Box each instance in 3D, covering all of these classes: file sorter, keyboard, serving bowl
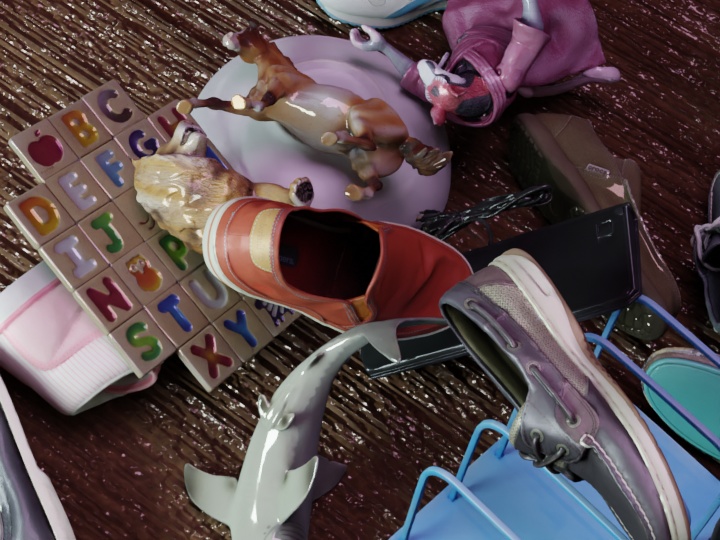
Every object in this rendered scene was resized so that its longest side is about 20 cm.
[{"bbox_3d":[0.139,0.131,0.939,0.139,0.123,0.199,42,58,19],"label":"file sorter"},{"bbox_3d":[0.088,-0.002,1.019,0.198,0.021,0.128,-17,50,24],"label":"keyboard"},{"bbox_3d":[-0.028,-0.097,1.106,0.197,0.066,0.202,4,54,-6],"label":"serving bowl"}]

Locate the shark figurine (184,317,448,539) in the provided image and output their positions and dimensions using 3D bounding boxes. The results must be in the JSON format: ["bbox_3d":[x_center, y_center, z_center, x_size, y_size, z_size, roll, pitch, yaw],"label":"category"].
[{"bbox_3d":[-0.023,0.104,0.944,0.089,0.217,0.128,18,10,-47],"label":"shark figurine"}]

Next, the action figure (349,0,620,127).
[{"bbox_3d":[0.089,-0.145,1.114,0.133,0.150,0.201,-13,27,32],"label":"action figure"}]

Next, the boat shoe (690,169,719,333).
[{"bbox_3d":[0.264,-0.017,1.074,0.061,0.073,0.201,23,39,-17],"label":"boat shoe"}]

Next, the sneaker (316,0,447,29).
[{"bbox_3d":[0.054,-0.245,1.214,0.197,0.081,0.077,-11,59,-15],"label":"sneaker"}]

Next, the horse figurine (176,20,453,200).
[{"bbox_3d":[-0.025,-0.099,1.020,0.198,0.050,0.132,25,22,15],"label":"horse figurine"}]

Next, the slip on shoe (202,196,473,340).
[{"bbox_3d":[0.000,0.000,0.914,0.198,0.061,0.075,16,81,-42],"label":"slip on shoe"}]

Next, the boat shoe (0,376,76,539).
[{"bbox_3d":[-0.233,0.109,0.921,0.062,0.073,0.201,-21,66,-26],"label":"boat shoe"}]

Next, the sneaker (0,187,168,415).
[{"bbox_3d":[-0.151,0.018,1.004,0.105,0.075,0.200,46,48,0],"label":"sneaker"}]

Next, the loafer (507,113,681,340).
[{"bbox_3d":[0.174,-0.042,1.095,0.067,0.076,0.201,-20,61,-15],"label":"loafer"}]

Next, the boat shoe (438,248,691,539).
[{"bbox_3d":[0.110,0.080,0.856,0.064,0.072,0.201,-25,64,-11],"label":"boat shoe"}]

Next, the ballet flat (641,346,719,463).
[{"bbox_3d":[0.278,0.106,1.026,0.199,0.072,0.072,29,55,11],"label":"ballet flat"}]

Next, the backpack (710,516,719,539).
[{"bbox_3d":[0.257,0.237,0.850,0.147,0.183,0.201,39,69,-12],"label":"backpack"}]

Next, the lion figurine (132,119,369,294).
[{"bbox_3d":[-0.048,-0.020,0.991,0.199,0.122,0.073,36,71,-35],"label":"lion figurine"}]

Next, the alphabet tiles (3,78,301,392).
[{"bbox_3d":[-0.128,-0.026,0.991,0.201,0.006,0.166,51,46,1],"label":"alphabet tiles"}]
